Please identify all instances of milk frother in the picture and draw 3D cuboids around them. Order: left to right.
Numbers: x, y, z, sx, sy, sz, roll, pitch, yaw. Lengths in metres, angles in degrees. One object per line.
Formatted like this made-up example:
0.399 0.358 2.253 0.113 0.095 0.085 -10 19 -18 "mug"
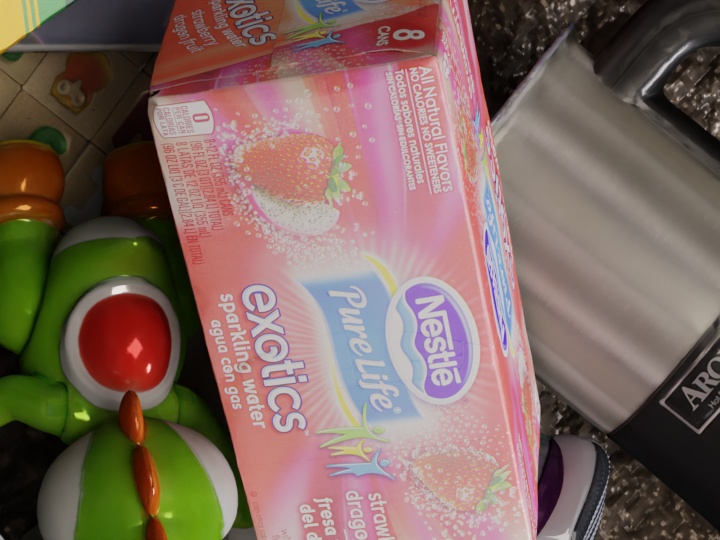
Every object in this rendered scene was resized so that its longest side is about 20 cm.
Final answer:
0.131 -0.009 0.988 0.188 0.200 0.181 40 84 1 "milk frother"

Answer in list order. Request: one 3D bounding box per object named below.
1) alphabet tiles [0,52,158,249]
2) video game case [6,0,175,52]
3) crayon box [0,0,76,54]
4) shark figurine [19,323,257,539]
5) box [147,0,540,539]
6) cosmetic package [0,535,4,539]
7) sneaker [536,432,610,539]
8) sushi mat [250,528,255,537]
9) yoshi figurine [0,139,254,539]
-0.136 -0.076 0.907 0.166 0.006 0.200 39 80 -26 "alphabet tiles"
-0.082 -0.179 0.903 0.182 0.023 0.201 -3 97 -26 "video game case"
-0.179 -0.104 0.827 0.200 0.058 0.119 -36 102 -6 "crayon box"
-0.044 0.135 0.926 0.128 0.089 0.215 -32 99 -15 "shark figurine"
0.000 0.000 0.837 0.094 0.103 0.201 -7 120 9 "box"
-0.144 0.165 0.833 0.123 0.200 0.200 -38 112 -13 "cosmetic package"
0.019 0.137 0.903 0.087 0.075 0.200 20 56 12 "sneaker"
-0.018 0.120 0.992 0.200 0.012 0.096 -44 113 -14 "sushi mat"
-0.087 0.059 0.865 0.112 0.201 0.112 -27 145 18 "yoshi figurine"
